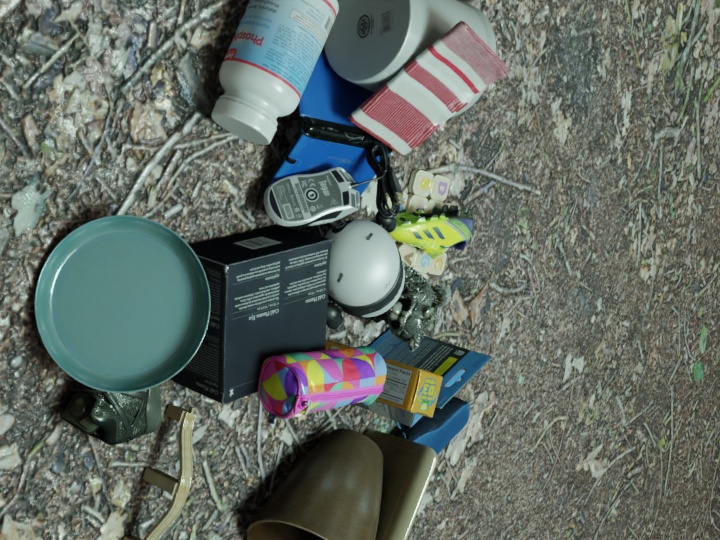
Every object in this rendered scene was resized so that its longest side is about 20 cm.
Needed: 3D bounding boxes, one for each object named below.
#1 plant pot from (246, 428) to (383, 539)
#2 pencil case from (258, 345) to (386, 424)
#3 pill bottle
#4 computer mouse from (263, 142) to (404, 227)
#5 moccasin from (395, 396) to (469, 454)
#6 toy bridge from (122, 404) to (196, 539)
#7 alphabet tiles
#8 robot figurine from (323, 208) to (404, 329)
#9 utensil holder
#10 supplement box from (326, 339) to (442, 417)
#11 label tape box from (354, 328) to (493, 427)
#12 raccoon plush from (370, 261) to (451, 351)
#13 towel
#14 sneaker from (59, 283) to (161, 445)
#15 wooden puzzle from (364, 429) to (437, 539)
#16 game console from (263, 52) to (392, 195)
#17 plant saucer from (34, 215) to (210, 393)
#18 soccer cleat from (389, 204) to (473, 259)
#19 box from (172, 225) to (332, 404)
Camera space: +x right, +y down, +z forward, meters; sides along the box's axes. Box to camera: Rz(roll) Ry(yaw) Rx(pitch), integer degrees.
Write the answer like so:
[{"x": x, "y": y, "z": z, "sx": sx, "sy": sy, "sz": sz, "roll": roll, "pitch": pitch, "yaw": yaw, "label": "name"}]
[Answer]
[{"x": -0.045, "y": 0.342, "z": 1.686, "sx": 0.201, "sy": 0.184, "sz": 0.188, "roll": -63, "pitch": 143, "yaw": -37, "label": "plant pot"}, {"x": -0.048, "y": 0.148, "z": 1.502, "sx": 0.199, "sy": 0.088, "sz": 0.090, "roll": -6, "pitch": 107, "yaw": -52, "label": "pencil case"}, {"x": -0.111, "y": -0.267, "z": 1.425, "sx": 0.108, "sy": 0.108, "sz": 0.202, "roll": 34, "pitch": 75, "yaw": -51, "label": "pill bottle"}, {"x": -0.041, "y": -0.103, "z": 1.543, "sx": 0.197, "sy": 0.044, "sz": 0.111, "roll": -14, "pitch": 74, "yaw": -19, "label": "computer mouse"}, {"x": 0.105, "y": 0.278, "z": 1.921, "sx": 0.199, "sy": 0.068, "sz": 0.082, "roll": -27, "pitch": 130, "yaw": -42, "label": "moccasin"}, {"x": -0.250, "y": 0.273, "z": 1.469, "sx": 0.027, "sy": 0.067, "sz": 0.203, "roll": 23, "pitch": 85, "yaw": -52, "label": "toy bridge"}, {"x": 0.093, "y": -0.058, "z": 1.831, "sx": 0.194, "sy": 0.014, "sz": 0.203, "roll": 10, "pitch": 94, "yaw": -53, "label": "alphabet tiles"}, {"x": -0.001, "y": -0.002, "z": 1.618, "sx": 0.200, "sy": 0.123, "sz": 0.153, "roll": 61, "pitch": 20, "yaw": -78, "label": "robot figurine"}, {"x": 0.067, "y": -0.318, "z": 1.590, "sx": 0.199, "sy": 0.169, "sz": 0.173, "roll": 10, "pitch": 95, "yaw": -49, "label": "utensil holder"}, {"x": 0.020, "y": 0.156, "z": 1.661, "sx": 0.066, "sy": 0.198, "sz": 0.070, "roll": 21, "pitch": 86, "yaw": -52, "label": "supplement box"}, {"x": 0.088, "y": 0.169, "z": 1.751, "sx": 0.144, "sy": 0.198, "sz": 0.064, "roll": -38, "pitch": 130, "yaw": -37, "label": "label tape box"}, {"x": 0.106, "y": 0.055, "z": 1.759, "sx": 0.198, "sy": 0.134, "sz": 0.098, "roll": -9, "pitch": 125, "yaw": -37, "label": "raccoon plush"}, {"x": 0.095, "y": -0.241, "z": 1.542, "sx": 0.199, "sy": 0.023, "sz": 0.144, "roll": -38, "pitch": 148, "yaw": 18, "label": "towel"}, {"x": -0.299, "y": 0.118, "z": 1.346, "sx": 0.114, "sy": 0.076, "sz": 0.203, "roll": -23, "pitch": 121, "yaw": -47, "label": "sneaker"}, {"x": 0.035, "y": 0.348, "z": 1.749, "sx": 0.037, "sy": 0.199, "sz": 0.187, "roll": 28, "pitch": 79, "yaw": -27, "label": "wooden puzzle"}, {"x": -0.053, "y": -0.198, "z": 1.596, "sx": 0.199, "sy": 0.119, "sz": 0.171, "roll": 4, "pitch": 130, "yaw": -51, "label": "game console"}, {"x": -0.273, "y": 0.039, "z": 1.310, "sx": 0.197, "sy": 0.027, "sz": 0.204, "roll": 1, "pitch": 86, "yaw": -13, "label": "plant saucer"}, {"x": 0.110, "y": -0.055, "z": 1.791, "sx": 0.199, "sy": 0.064, "sz": 0.085, "roll": -9, "pitch": 111, "yaw": -48, "label": "soccer cleat"}, {"x": -0.142, "y": 0.052, "z": 1.498, "sx": 0.199, "sy": 0.103, "sz": 0.185, "roll": -15, "pitch": 114, "yaw": -48, "label": "box"}]
